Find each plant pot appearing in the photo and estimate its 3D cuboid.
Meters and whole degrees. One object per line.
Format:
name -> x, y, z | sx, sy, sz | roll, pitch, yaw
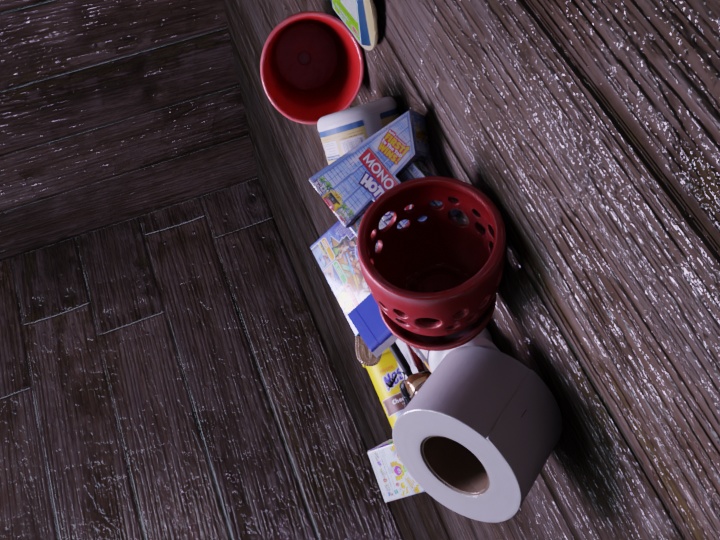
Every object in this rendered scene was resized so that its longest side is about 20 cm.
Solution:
plant pot -> -0.100, -0.401, 1.460 | 0.178, 0.198, 0.203 | -110, 6, -65
plant pot -> 0.106, -0.001, 1.062 | 0.183, 0.198, 0.202 | 70, 175, -57

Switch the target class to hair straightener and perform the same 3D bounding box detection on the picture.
hair straightener -> 0.085, 0.197, 1.352 | 0.202, 0.076, 0.041 | 65, -166, -3

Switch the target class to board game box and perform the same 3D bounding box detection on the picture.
board game box -> 0.133, 0.359, 1.454 | 0.103, 0.199, 0.106 | -6, -106, -60
board game box -> 0.000, 0.000, 1.402 | 0.034, 0.135, 0.201 | 0, -124, -54
board game box -> 0.051, -0.137, 1.177 | 0.201, 0.200, 0.061 | 52, -157, 16

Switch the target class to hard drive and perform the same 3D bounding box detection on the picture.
hard drive -> 0.075, 0.042, 1.274 | 0.025, 0.200, 0.132 | 46, -177, -30

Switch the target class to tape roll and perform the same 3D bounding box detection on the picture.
tape roll -> 0.163, 0.226, 1.056 | 0.201, 0.139, 0.204 | 24, 136, 25

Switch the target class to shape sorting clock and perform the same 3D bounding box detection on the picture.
shape sorting clock -> -0.013, -0.467, 1.258 | 0.200, 0.039, 0.202 | 159, 91, -79

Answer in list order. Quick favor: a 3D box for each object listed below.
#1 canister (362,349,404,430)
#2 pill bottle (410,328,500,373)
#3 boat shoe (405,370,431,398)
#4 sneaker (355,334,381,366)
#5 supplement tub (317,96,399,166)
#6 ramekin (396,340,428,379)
canister -> 0.103, 0.242, 1.603 | 0.087, 0.147, 0.202 | 102, 145, -71
pill bottle -> 0.148, 0.117, 1.237 | 0.200, 0.115, 0.118 | -128, 22, -60
boat shoe -> 0.144, 0.201, 1.293 | 0.074, 0.076, 0.199 | 41, -168, 32
sneaker -> 0.027, 0.077, 1.500 | 0.109, 0.069, 0.202 | -63, -21, -62
supplement tub -> 0.017, -0.184, 1.308 | 0.145, 0.143, 0.202 | -151, 43, -74
ramekin -> 0.128, 0.156, 1.453 | 0.200, 0.097, 0.203 | 161, 90, -79
